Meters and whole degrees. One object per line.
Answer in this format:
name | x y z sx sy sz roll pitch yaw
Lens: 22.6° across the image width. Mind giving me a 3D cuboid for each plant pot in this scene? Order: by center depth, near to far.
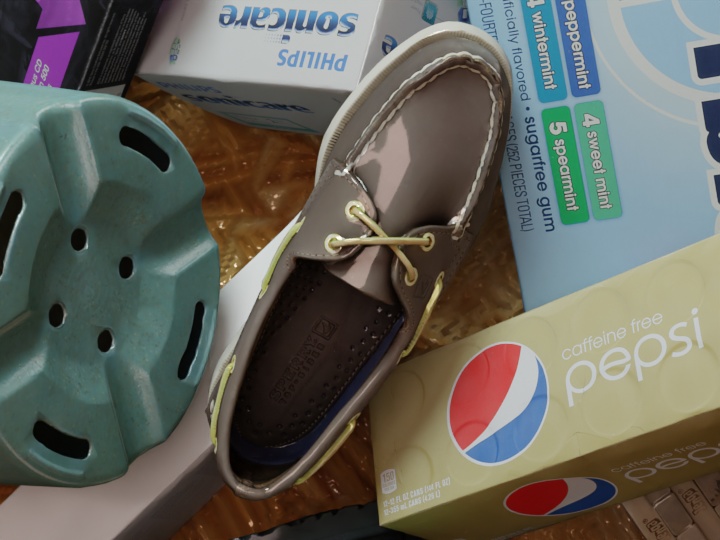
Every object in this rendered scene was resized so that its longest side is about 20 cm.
plant pot | -0.176 0.003 0.726 0.196 0.200 0.201 5 82 32

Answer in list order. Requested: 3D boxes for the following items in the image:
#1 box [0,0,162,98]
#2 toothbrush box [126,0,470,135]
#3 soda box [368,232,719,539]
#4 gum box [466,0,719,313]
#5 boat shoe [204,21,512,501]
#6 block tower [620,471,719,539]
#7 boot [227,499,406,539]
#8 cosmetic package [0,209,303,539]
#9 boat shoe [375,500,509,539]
box | -0.162 -0.160 0.802 0.200 0.036 0.143 48 131 25
toothbrush box | -0.002 -0.162 0.778 0.146 0.085 0.201 9 81 43
soda box | 0.099 0.048 0.700 0.200 0.064 0.068 -25 58 34
gum box | 0.148 -0.080 0.696 0.199 0.045 0.171 -8 106 14
boat shoe | 0.000 0.000 0.692 0.072 0.060 0.200 28 108 -11
block tower | 0.191 0.042 0.755 0.200 0.058 0.054 -37 107 1
boot | -0.051 0.193 0.725 0.198 0.073 0.163 -17 80 -15
cosmetic package | -0.072 0.063 0.790 0.200 0.083 0.051 -44 78 1
boat shoe | 0.065 0.175 0.759 0.070 0.066 0.200 -37 77 2
